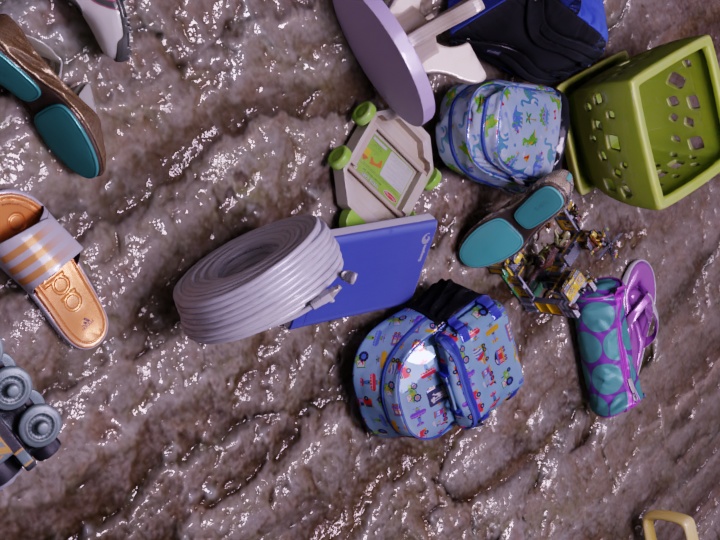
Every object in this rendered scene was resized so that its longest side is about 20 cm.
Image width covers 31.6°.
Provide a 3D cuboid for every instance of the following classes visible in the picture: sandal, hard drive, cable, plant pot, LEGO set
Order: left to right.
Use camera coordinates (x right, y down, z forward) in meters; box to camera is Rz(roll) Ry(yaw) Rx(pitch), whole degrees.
[{"bbox_3d":[-0.320,-0.001,1.343,0.079,0.059,0.207,-48,122,-26],"label":"sandal"},{"bbox_3d":[-0.116,0.009,1.427,0.199,0.200,0.069,-28,109,-6],"label":"cable"},{"bbox_3d":[0.000,0.000,1.598,0.199,0.025,0.132,-11,131,-39],"label":"hard drive"},{"bbox_3d":[0.288,-0.028,1.816,0.200,0.116,0.154,-46,121,-28],"label":"LEGO set"},{"bbox_3d":[0.401,-0.215,1.853,0.200,0.181,0.200,-31,114,-34],"label":"plant pot"},{"bbox_3d":[0.441,0.085,2.001,0.082,0.050,0.204,12,86,-40],"label":"sandal"}]

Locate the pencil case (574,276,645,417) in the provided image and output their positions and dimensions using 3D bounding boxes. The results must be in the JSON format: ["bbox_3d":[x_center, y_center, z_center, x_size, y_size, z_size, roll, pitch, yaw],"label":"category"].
[{"bbox_3d":[0.374,0.115,1.919,0.085,0.092,0.201,-23,107,-32],"label":"pencil case"}]

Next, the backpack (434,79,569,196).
[{"bbox_3d":[0.192,-0.187,1.718,0.199,0.154,0.164,11,92,-29],"label":"backpack"}]

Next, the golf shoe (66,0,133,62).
[{"bbox_3d":[-0.302,-0.307,1.334,0.088,0.077,0.201,-25,109,-15],"label":"golf shoe"}]

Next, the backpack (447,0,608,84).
[{"bbox_3d":[0.239,-0.358,1.715,0.200,0.162,0.169,26,57,-36],"label":"backpack"}]

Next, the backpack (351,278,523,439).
[{"bbox_3d":[0.093,0.132,1.651,0.200,0.134,0.183,-31,122,-30],"label":"backpack"}]

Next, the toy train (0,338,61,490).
[{"bbox_3d":[-0.390,0.132,1.289,0.114,0.085,0.200,-39,120,-17],"label":"toy train"}]

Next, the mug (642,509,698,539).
[{"bbox_3d":[0.514,0.481,2.029,0.149,0.153,0.188,13,82,-35],"label":"mug"}]

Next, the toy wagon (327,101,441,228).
[{"bbox_3d":[0.020,-0.112,1.634,0.155,0.039,0.201,41,69,-35],"label":"toy wagon"}]

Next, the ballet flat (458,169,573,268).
[{"bbox_3d":[0.217,-0.072,1.727,0.068,0.200,0.075,46,39,-5],"label":"ballet flat"}]

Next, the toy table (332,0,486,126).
[{"bbox_3d":[0.066,-0.293,1.576,0.117,0.184,0.201,-35,114,-17],"label":"toy table"}]

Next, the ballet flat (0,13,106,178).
[{"bbox_3d":[-0.324,-0.188,1.329,0.200,0.068,0.073,48,45,-28],"label":"ballet flat"}]
